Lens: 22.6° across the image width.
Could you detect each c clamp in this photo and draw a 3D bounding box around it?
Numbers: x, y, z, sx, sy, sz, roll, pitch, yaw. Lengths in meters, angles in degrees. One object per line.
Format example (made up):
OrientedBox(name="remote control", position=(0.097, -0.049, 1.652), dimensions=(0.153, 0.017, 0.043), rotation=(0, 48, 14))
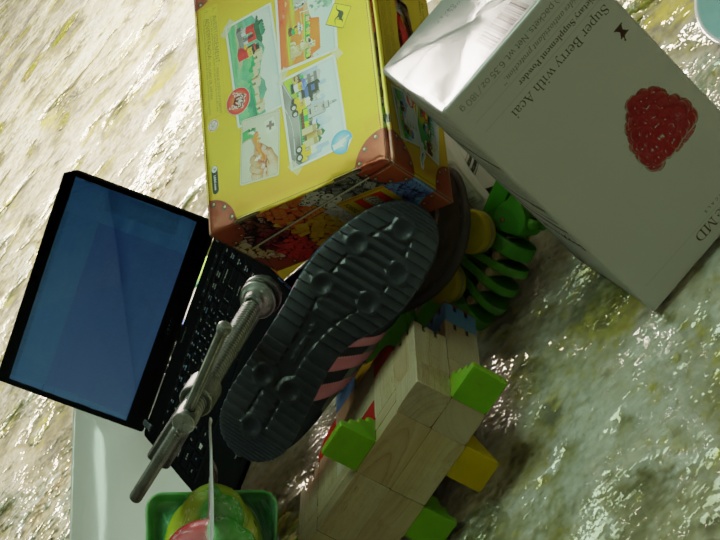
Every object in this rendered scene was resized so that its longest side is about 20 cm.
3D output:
OrientedBox(name="c clamp", position=(-0.091, 0.065, 1.134), dimensions=(0.172, 0.027, 0.200), rotation=(-60, 2, 24))

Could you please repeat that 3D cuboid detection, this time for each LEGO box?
OrientedBox(name="LEGO box", position=(-0.029, -0.123, 1.207), dimensions=(0.148, 0.077, 0.202), rotation=(-20, 62, 29))

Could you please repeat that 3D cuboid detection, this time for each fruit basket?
OrientedBox(name="fruit basket", position=(-0.086, 0.200, 1.126), dimensions=(0.200, 0.093, 0.187), rotation=(121, 149, -71))

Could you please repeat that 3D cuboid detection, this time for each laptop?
OrientedBox(name="laptop", position=(-0.151, 0.053, 1.278), dimensions=(0.200, 0.103, 0.178), rotation=(41, 116, 46))

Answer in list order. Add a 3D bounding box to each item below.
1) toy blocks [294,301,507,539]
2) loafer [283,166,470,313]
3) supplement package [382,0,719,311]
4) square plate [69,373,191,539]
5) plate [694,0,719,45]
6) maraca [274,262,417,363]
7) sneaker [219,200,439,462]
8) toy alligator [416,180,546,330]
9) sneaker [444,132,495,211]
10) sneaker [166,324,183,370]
OrientedBox(name="toy blocks", position=(0.018, 0.105, 1.174), dimensions=(0.201, 0.099, 0.137), rotation=(-57, 14, 23))
OrientedBox(name="loafer", position=(0.000, 0.000, 1.231), dimensions=(0.200, 0.071, 0.073), rotation=(-45, 50, 36))
OrientedBox(name="supplement package", position=(0.135, -0.093, 1.115), dimensions=(0.121, 0.200, 0.120), rotation=(-49, 25, 2))
OrientedBox(name="square plate", position=(-0.154, 0.180, 1.355), dimensions=(0.199, 0.028, 0.200), rotation=(-19, 66, 44))
OrientedBox(name="plate", position=(0.310, -0.223, 1.203), dimensions=(0.200, 0.026, 0.201), rotation=(-39, 28, 25))
OrientedBox(name="maraca", position=(-0.014, -0.002, 1.358), dimensions=(0.199, 0.106, 0.138), rotation=(28, 108, 45))
OrientedBox(name="sneaker", position=(-0.019, 0.033, 1.178), dimensions=(0.200, 0.070, 0.082), rotation=(-50, -5, 11))
OrientedBox(name="toy alligator", position=(0.101, -0.025, 1.227), dimensions=(0.054, 0.059, 0.201), rotation=(41, 114, 27))
OrientedBox(name="sneaker", position=(0.064, -0.120, 1.293), dimensions=(0.087, 0.201, 0.076), rotation=(-38, 5, -14))
OrientedBox(name="sneaker", position=(-0.137, 0.099, 1.431), dimensions=(0.201, 0.098, 0.071), rotation=(-48, 28, 11))
